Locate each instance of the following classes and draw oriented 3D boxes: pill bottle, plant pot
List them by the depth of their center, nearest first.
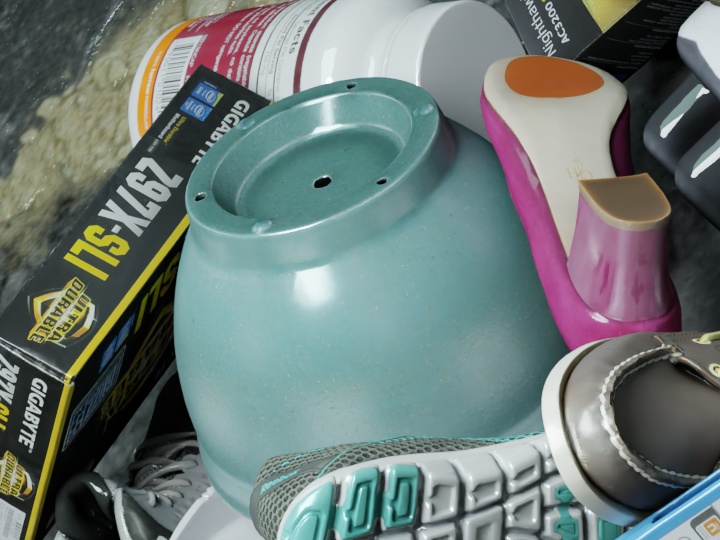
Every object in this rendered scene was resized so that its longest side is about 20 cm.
[{"bbox_3d":[0.000,0.000,1.121,0.199,0.135,0.201,-16,32,10],"label":"plant pot"},{"bbox_3d":[-0.015,-0.082,1.276,0.199,0.113,0.113,-3,59,45],"label":"pill bottle"}]

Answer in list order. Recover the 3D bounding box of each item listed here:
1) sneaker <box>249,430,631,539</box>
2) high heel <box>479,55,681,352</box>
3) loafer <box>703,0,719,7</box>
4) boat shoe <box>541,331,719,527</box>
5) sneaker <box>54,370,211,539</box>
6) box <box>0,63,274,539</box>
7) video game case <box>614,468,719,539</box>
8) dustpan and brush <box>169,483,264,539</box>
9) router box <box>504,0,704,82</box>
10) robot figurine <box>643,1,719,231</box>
[{"bbox_3d":[0.045,0.091,1.025,0.091,0.199,0.078,23,108,61],"label":"sneaker"},{"bbox_3d":[0.088,-0.021,1.076,0.067,0.097,0.200,-2,28,-6],"label":"high heel"},{"bbox_3d":[0.127,-0.153,1.025,0.068,0.076,0.200,-60,28,-6],"label":"loafer"},{"bbox_3d":[0.136,0.055,0.956,0.059,0.200,0.072,-19,77,31],"label":"boat shoe"},{"bbox_3d":[-0.097,0.105,1.210,0.075,0.115,0.201,-34,42,24],"label":"sneaker"},{"bbox_3d":[-0.117,0.020,1.206,0.200,0.049,0.160,-56,-10,-39],"label":"box"},{"bbox_3d":[0.185,0.117,0.899,0.200,0.143,0.018,-37,8,20],"label":"video game case"},{"bbox_3d":[0.014,0.086,1.149,0.139,0.057,0.200,17,42,36],"label":"dustpan and brush"},{"bbox_3d":[0.113,-0.207,1.162,0.157,0.052,0.201,-42,60,37],"label":"router box"},{"bbox_3d":[0.214,-0.094,1.043,0.200,0.125,0.150,-45,67,10],"label":"robot figurine"}]
